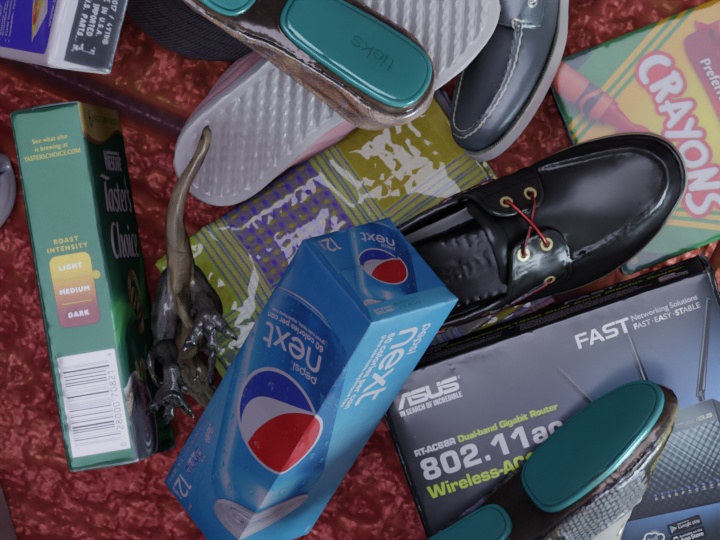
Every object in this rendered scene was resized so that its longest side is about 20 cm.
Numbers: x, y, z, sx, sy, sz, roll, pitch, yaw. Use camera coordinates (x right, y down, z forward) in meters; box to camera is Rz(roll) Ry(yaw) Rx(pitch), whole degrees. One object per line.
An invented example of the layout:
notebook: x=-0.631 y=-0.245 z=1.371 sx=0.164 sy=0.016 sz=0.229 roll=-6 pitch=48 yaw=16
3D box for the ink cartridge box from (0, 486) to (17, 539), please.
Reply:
ink cartridge box: x=-0.282 y=0.129 z=1.682 sx=0.146 sy=0.084 sz=0.200 roll=-17 pitch=90 yaw=5

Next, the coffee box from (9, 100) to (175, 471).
coffee box: x=-0.147 y=0.007 z=1.654 sx=0.044 sy=0.123 sz=0.200 roll=-10 pitch=88 yaw=6

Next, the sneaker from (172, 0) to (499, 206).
sneaker: x=-0.014 y=-0.113 z=1.646 sx=0.200 sy=0.105 sz=0.075 roll=-34 pitch=99 yaw=9

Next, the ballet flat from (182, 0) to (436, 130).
ballet flat: x=-0.051 y=-0.139 z=1.557 sx=0.200 sy=0.067 sz=0.068 roll=41 pitch=73 yaw=-3

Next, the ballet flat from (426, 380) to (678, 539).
ballet flat: x=0.099 y=0.137 z=1.602 sx=0.200 sy=0.072 sz=0.072 roll=-38 pitch=88 yaw=7

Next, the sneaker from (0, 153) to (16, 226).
sneaker: x=-0.266 y=-0.105 z=1.679 sx=0.080 sy=0.088 sz=0.200 roll=-32 pitch=87 yaw=5

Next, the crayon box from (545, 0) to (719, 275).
crayon box: x=0.216 y=-0.091 z=1.661 sx=0.200 sy=0.051 sz=0.127 roll=-22 pitch=89 yaw=4

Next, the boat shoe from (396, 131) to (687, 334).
boat shoe: x=0.084 y=-0.015 z=1.628 sx=0.201 sy=0.063 sz=0.074 roll=-24 pitch=87 yaw=13

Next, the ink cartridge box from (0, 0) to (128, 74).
ink cartridge box: x=-0.159 y=-0.210 z=1.634 sx=0.043 sy=0.200 sz=0.199 roll=13 pitch=92 yaw=-24

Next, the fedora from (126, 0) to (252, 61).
fedora: x=-0.037 y=-0.202 z=1.643 sx=0.200 sy=0.177 sz=0.090 roll=-18 pitch=58 yaw=20

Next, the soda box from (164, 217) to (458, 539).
soda box: x=-0.029 y=0.066 z=1.610 sx=0.064 sy=0.068 sz=0.200 roll=50 pitch=132 yaw=24

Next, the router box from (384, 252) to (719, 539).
router box: x=0.123 y=0.095 z=1.652 sx=0.200 sy=0.062 sz=0.150 roll=-19 pitch=97 yaw=5

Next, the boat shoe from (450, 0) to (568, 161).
boat shoe: x=0.080 y=-0.161 z=1.652 sx=0.062 sy=0.073 sz=0.200 roll=22 pitch=85 yaw=-33

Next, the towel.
towel: x=0.000 y=0.000 z=1.692 sx=0.200 sy=0.023 sz=0.144 roll=-31 pitch=89 yaw=4

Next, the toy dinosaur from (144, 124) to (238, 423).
toy dinosaur: x=-0.093 y=0.024 z=1.615 sx=0.047 sy=0.200 sz=0.088 roll=0 pitch=47 yaw=-7
